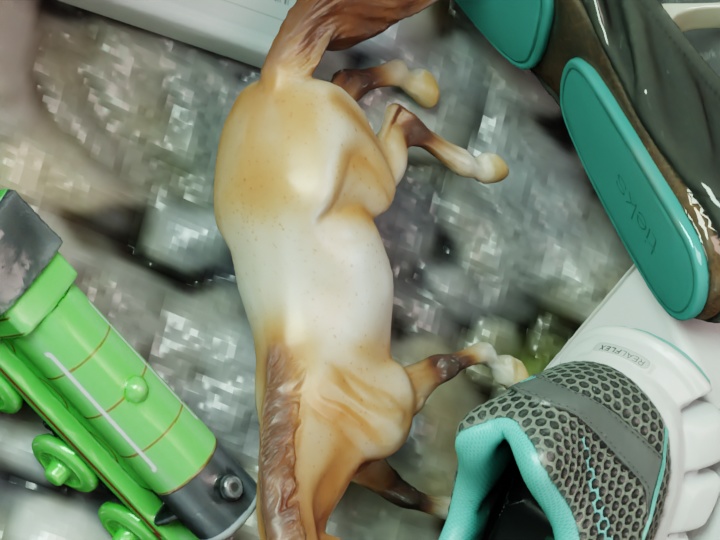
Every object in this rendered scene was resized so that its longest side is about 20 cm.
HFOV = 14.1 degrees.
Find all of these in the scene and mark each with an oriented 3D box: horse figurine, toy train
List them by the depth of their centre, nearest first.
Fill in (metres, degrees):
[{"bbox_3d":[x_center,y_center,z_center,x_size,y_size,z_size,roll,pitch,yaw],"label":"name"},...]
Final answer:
[{"bbox_3d":[-0.097,0.006,0.785,0.200,0.056,0.042,48,62,-21],"label":"toy train"},{"bbox_3d":[0.000,0.000,0.838,0.132,0.050,0.201,-2,86,-55],"label":"horse figurine"}]

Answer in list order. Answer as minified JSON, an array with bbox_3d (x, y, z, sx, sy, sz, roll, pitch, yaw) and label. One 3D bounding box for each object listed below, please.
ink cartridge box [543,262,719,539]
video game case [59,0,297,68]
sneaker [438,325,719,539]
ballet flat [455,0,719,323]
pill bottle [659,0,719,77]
[{"bbox_3d":[0.168,0.076,0.911,0.199,0.084,0.147,0,53,-35],"label":"ink cartridge box"},{"bbox_3d":[-0.084,-0.170,0.833,0.199,0.023,0.183,16,77,-32],"label":"video game case"},{"bbox_3d":[0.041,0.115,0.829,0.091,0.077,0.201,-8,109,-55],"label":"sneaker"},{"bbox_3d":[0.075,-0.074,0.874,0.068,0.068,0.201,-25,73,-21],"label":"ballet flat"},{"bbox_3d":[0.142,-0.110,0.927,0.113,0.114,0.201,-10,91,-35],"label":"pill bottle"}]
